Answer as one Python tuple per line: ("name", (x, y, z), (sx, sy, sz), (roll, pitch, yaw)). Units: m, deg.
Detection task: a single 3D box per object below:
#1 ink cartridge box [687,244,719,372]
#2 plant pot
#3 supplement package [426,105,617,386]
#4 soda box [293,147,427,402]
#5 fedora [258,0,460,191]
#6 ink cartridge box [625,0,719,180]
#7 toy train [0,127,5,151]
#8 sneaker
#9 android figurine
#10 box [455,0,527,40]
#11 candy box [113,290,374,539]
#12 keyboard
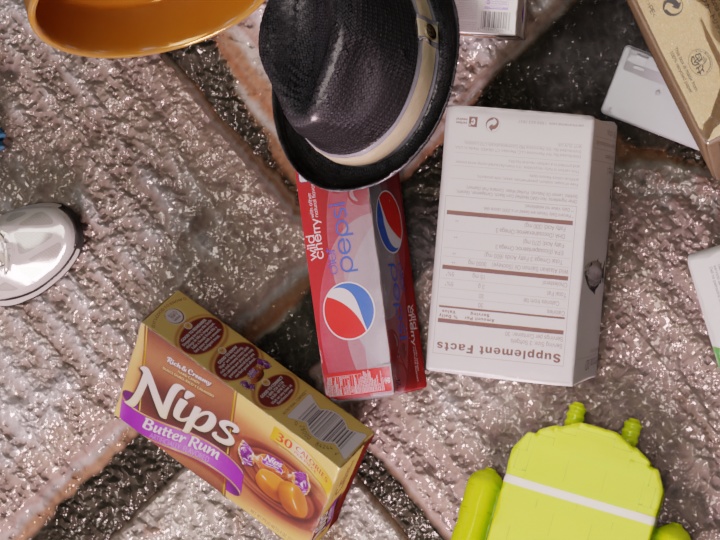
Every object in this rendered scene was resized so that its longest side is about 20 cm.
("ink cartridge box", (0.360, 0.029, 1.634), (0.199, 0.083, 0.148), (-16, 86, 17))
("plant pot", (-0.180, -0.295, 1.741), (0.199, 0.200, 0.184), (-20, 70, 15))
("supplement package", (0.124, -0.020, 1.684), (0.117, 0.117, 0.201), (5, 93, 14))
("soda box", (0.000, 0.000, 1.743), (0.063, 0.070, 0.201), (-8, 89, 24))
("fedora", (-0.020, -0.165, 1.663), (0.200, 0.091, 0.202), (-12, 70, 36))
("ink cartridge box", (0.244, -0.180, 1.614), (0.075, 0.165, 0.201), (-27, 80, 8))
("toy train", (-0.361, -0.135, 1.782), (0.084, 0.200, 0.116), (-35, 86, 14))
("sneaker", (-0.330, 0.000, 1.817), (0.199, 0.115, 0.076), (-21, 85, 15))
("android figurine", (0.162, 0.203, 1.704), (0.181, 0.041, 0.201), (13, 81, 13))
("box", (0.033, -0.208, 1.748), (0.199, 0.039, 0.042), (4, 91, 16))
("candy box", (-0.095, 0.120, 1.754), (0.199, 0.056, 0.117), (34, 136, 12))
("keyboard", (0.285, -0.112, 1.693), (0.199, 0.011, 0.057), (23, 102, 15))
